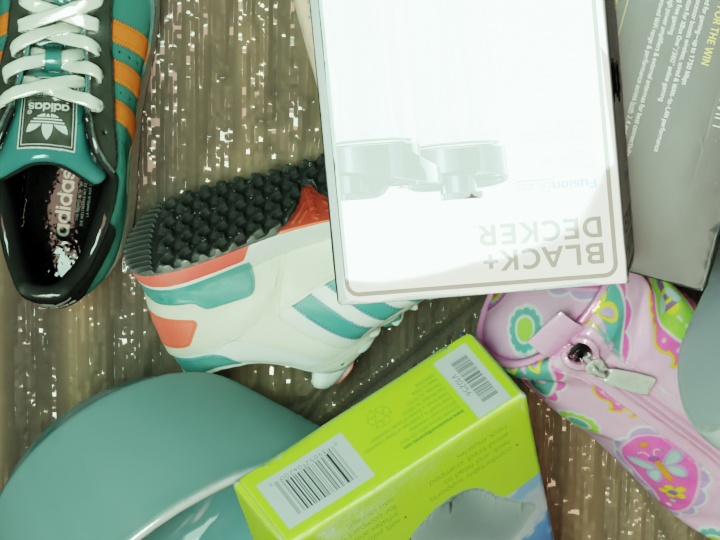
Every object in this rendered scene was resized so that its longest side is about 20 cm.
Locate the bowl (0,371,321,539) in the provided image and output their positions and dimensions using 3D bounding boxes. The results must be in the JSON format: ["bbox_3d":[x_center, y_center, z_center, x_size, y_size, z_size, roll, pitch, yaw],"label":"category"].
[{"bbox_3d":[-0.088,0.123,1.283,0.201,0.201,0.105,-51,56,14],"label":"bowl"}]

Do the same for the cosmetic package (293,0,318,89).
[{"bbox_3d":[0.076,-0.119,1.238,0.200,0.087,0.103,-16,100,6],"label":"cosmetic package"}]

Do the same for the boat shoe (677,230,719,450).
[{"bbox_3d":[0.186,0.013,1.226,0.070,0.200,0.071,41,125,-20],"label":"boat shoe"}]

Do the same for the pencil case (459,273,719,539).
[{"bbox_3d":[0.140,0.058,1.265,0.087,0.087,0.200,-44,119,13],"label":"pencil case"}]

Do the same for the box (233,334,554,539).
[{"bbox_3d":[0.023,0.126,1.261,0.122,0.048,0.200,-32,144,-12],"label":"box"}]

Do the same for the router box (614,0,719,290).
[{"bbox_3d":[0.093,-0.106,1.165,0.149,0.051,0.200,16,99,2],"label":"router box"}]

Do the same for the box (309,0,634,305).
[{"bbox_3d":[0.041,-0.091,1.113,0.117,0.060,0.200,-3,98,6],"label":"box"}]

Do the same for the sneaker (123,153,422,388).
[{"bbox_3d":[0.000,0.000,1.298,0.200,0.070,0.093,-13,125,3],"label":"sneaker"}]

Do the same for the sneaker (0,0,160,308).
[{"bbox_3d":[-0.127,-0.080,1.261,0.071,0.080,0.200,1,106,4],"label":"sneaker"}]
